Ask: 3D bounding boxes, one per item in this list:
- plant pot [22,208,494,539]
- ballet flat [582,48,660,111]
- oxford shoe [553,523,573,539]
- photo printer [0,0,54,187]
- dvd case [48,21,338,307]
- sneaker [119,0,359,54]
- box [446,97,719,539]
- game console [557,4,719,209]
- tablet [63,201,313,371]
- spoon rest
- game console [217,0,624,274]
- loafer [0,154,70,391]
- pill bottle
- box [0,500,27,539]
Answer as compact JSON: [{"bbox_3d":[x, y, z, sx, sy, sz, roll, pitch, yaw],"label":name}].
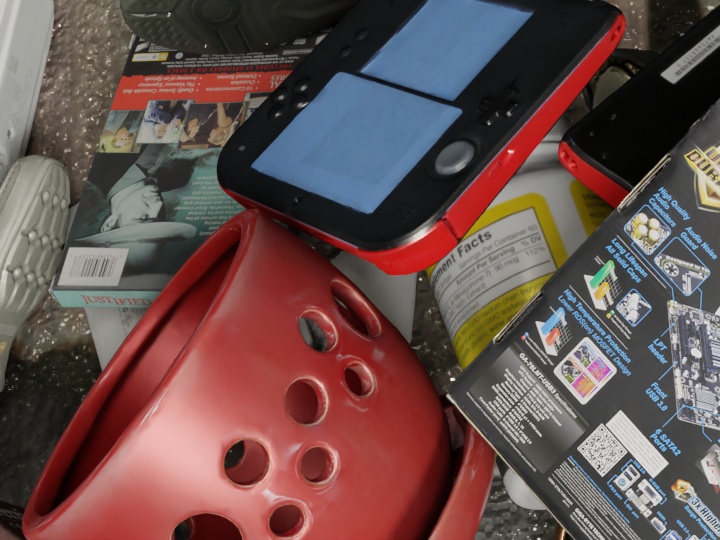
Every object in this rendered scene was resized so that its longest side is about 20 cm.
[{"bbox_3d":[-0.042,0.097,0.919,0.182,0.200,0.201,34,86,-13],"label":"plant pot"},{"bbox_3d":[0.162,-0.052,0.962,0.068,0.068,0.200,-54,35,24],"label":"ballet flat"},{"bbox_3d":[0.122,0.215,0.930,0.071,0.071,0.201,-10,72,15],"label":"oxford shoe"},{"bbox_3d":[-0.310,-0.118,1.189,0.199,0.069,0.167,6,75,21],"label":"photo printer"},{"bbox_3d":[-0.094,-0.066,1.090,0.145,0.022,0.201,-1,54,19],"label":"dvd case"},{"bbox_3d":[-0.053,-0.202,1.110,0.198,0.076,0.115,-17,56,3],"label":"sneaker"},{"bbox_3d":[0.171,0.059,0.828,0.200,0.050,0.199,48,112,16],"label":"box"},{"bbox_3d":[0.224,-0.063,0.913,0.177,0.031,0.200,38,60,24],"label":"game console"},{"bbox_3d":[-0.108,0.005,1.079,0.130,0.014,0.201,-32,51,11],"label":"tablet"},{"bbox_3d":[0.000,0.000,1.051,0.099,0.060,0.201,16,91,39],"label":"spoon rest"},{"bbox_3d":[0.024,-0.088,0.959,0.177,0.031,0.200,-51,36,-10],"label":"game console"},{"bbox_3d":[-0.240,0.018,1.118,0.069,0.070,0.201,22,85,20],"label":"loafer"},{"bbox_3d":[0.100,0.016,0.975,0.114,0.114,0.201,-24,67,11],"label":"pill bottle"},{"bbox_3d":[-0.153,0.245,0.965,0.199,0.166,0.165,30,86,24],"label":"box"}]
